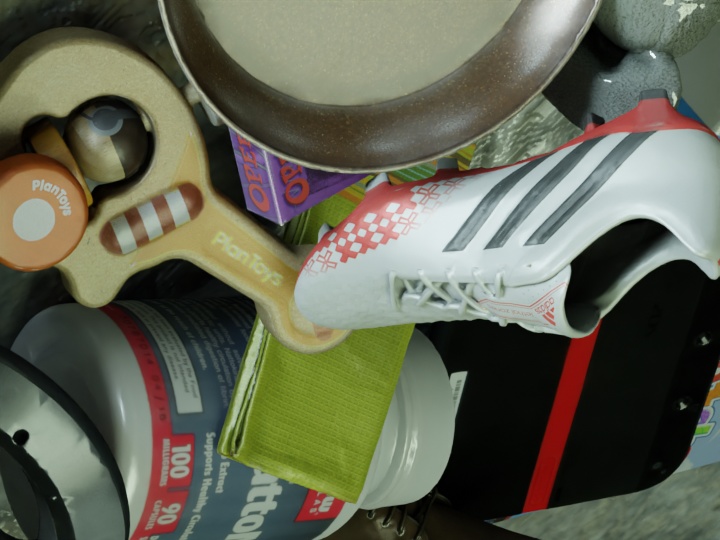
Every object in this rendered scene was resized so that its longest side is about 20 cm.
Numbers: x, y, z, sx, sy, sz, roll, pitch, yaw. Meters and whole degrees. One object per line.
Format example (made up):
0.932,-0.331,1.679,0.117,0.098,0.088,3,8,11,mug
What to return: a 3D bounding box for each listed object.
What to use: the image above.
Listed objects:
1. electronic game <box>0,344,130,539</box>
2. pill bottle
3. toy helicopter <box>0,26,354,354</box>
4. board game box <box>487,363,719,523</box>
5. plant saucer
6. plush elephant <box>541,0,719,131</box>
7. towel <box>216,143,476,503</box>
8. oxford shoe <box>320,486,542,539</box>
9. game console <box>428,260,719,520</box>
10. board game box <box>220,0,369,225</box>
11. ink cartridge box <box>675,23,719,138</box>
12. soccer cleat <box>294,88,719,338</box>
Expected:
-0.197,0.096,1.230,0.198,0.042,0.201,7,129,8,electronic game
-0.059,0.072,1.327,0.199,0.120,0.120,-2,133,-37,pill bottle
-0.072,-0.035,1.195,0.200,0.079,0.133,35,92,-28,toy helicopter
0.135,0.063,1.539,0.199,0.037,0.152,-13,139,-27,board game box
0.009,-0.137,1.089,0.199,0.032,0.202,-11,118,-21,plant saucer
0.126,-0.151,1.188,0.199,0.155,0.165,-10,138,-30,plush elephant
0.000,0.000,1.276,0.086,0.018,0.201,23,82,-36,towel
0.022,0.138,1.432,0.199,0.073,0.085,10,130,9,oxford shoe
0.107,0.052,1.456,0.176,0.031,0.201,-8,136,-20,game console
-0.013,-0.132,1.132,0.120,0.032,0.201,-32,125,-32,board game box
0.225,-0.121,1.363,0.145,0.084,0.200,10,126,-44,ink cartridge box
0.060,-0.005,1.153,0.199,0.086,0.069,-20,144,21,soccer cleat
